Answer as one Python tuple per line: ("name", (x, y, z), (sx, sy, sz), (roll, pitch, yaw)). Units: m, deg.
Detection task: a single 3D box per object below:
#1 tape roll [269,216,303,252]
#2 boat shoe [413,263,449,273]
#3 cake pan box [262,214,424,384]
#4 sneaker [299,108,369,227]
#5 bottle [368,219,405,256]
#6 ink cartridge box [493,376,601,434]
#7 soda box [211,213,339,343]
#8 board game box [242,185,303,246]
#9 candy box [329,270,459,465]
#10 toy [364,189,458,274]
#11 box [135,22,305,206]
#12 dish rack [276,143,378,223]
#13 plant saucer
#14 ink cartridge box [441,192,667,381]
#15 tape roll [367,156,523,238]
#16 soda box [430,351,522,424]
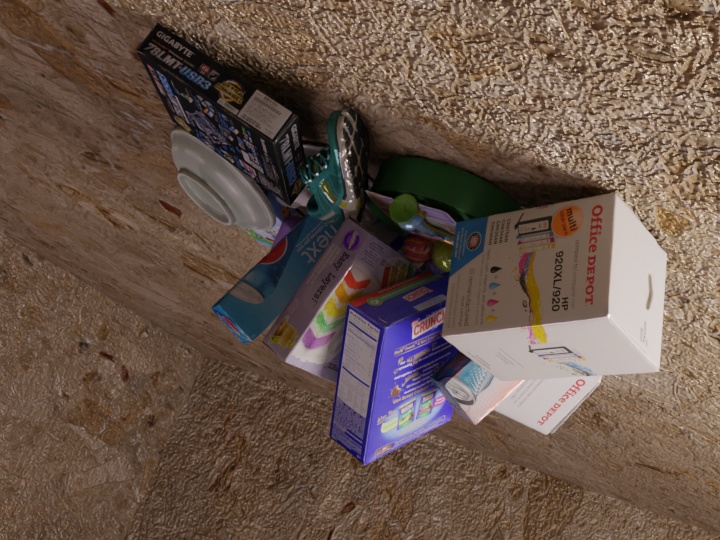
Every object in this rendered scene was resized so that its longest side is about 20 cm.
("tape roll", (-0.035, -0.009, 1.583), (0.198, 0.066, 0.200), (23, -168, -5))
("boat shoe", (0.087, 0.029, 1.467), (0.074, 0.074, 0.200), (-2, 147, -37))
("cake pan box", (-0.011, 0.048, 1.324), (0.052, 0.185, 0.200), (38, -179, 31))
("sneaker", (-0.033, -0.112, 1.244), (0.079, 0.078, 0.201), (11, 149, 4))
("bottle", (0.000, 0.000, 1.426), (0.065, 0.200, 0.084), (40, 140, 6))
("ink cartridge box", (0.205, 0.116, 1.433), (0.198, 0.086, 0.147), (25, 133, -8))
("soda box", (-0.102, 0.003, 1.414), (0.068, 0.200, 0.064), (47, 163, -7))
("board game box", (-0.153, -0.085, 1.720), (0.150, 0.037, 0.200), (15, 163, 36))
("candy box", (0.052, 0.117, 1.336), (0.168, 0.202, 0.077), (-19, -142, -42))
("toy", (0.085, -0.029, 1.297), (0.114, 0.048, 0.200), (17, 164, 31))
("box", (-0.156, -0.179, 1.258), (0.198, 0.050, 0.200), (36, 168, 12))
("dish rack", (-0.071, -0.119, 1.439), (0.198, 0.044, 0.172), (16, 165, 35))
("plant saucer", (-0.210, -0.119, 1.542), (0.199, 0.050, 0.200), (38, 164, 13))
("ink cartridge box", (0.215, 0.024, 1.172), (0.198, 0.149, 0.144), (-9, 149, 36))
("tape roll", (0.107, -0.070, 1.311), (0.199, 0.049, 0.201), (23, 167, 6))
("soda box", (0.185, 0.096, 1.313), (0.069, 0.200, 0.064), (51, 171, -11))
